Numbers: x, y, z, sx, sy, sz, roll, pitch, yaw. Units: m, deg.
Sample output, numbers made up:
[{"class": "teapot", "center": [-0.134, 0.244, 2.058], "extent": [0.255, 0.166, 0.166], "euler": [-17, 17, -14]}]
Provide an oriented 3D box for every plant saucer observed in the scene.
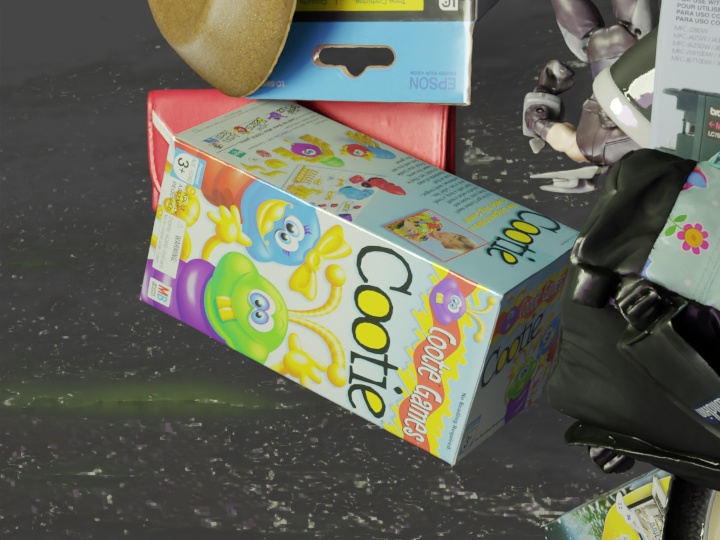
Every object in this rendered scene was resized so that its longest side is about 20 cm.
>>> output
[{"class": "plant saucer", "center": [-0.082, -0.192, 1.070], "extent": [0.200, 0.035, 0.200], "euler": [177, 90, -66]}]

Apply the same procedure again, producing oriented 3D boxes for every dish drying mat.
[{"class": "dish drying mat", "center": [-0.037, -0.064, 1.130], "extent": [0.200, 0.018, 0.077], "euler": [4, 98, 31]}]

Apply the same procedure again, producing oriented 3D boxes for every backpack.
[{"class": "backpack", "center": [0.185, 0.031, 0.804], "extent": [0.200, 0.167, 0.127], "euler": [20, 70, 13]}]

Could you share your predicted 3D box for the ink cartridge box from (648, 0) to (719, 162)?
[{"class": "ink cartridge box", "center": [0.186, -0.100, 0.845], "extent": [0.119, 0.042, 0.200], "euler": [6, 113, 9]}]

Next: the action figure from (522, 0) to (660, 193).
[{"class": "action figure", "center": [0.129, -0.118, 0.998], "extent": [0.130, 0.069, 0.200], "euler": [-14, 93, 25]}]

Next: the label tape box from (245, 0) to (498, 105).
[{"class": "label tape box", "center": [0.012, -0.190, 1.058], "extent": [0.144, 0.063, 0.200], "euler": [5, 99, 32]}]

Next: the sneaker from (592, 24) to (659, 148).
[{"class": "sneaker", "center": [0.214, -0.060, 0.911], "extent": [0.200, 0.071, 0.099], "euler": [35, 118, -10]}]

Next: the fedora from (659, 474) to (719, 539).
[{"class": "fedora", "center": [0.232, 0.129, 0.891], "extent": [0.201, 0.201, 0.092], "euler": [65, 163, 8]}]

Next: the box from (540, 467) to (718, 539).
[{"class": "box", "center": [0.177, 0.195, 0.986], "extent": [0.200, 0.038, 0.137], "euler": [65, 151, 8]}]

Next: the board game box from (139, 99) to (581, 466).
[{"class": "board game box", "center": [0.000, 0.000, 1.050], "extent": [0.200, 0.105, 0.103], "euler": [26, 119, 22]}]
